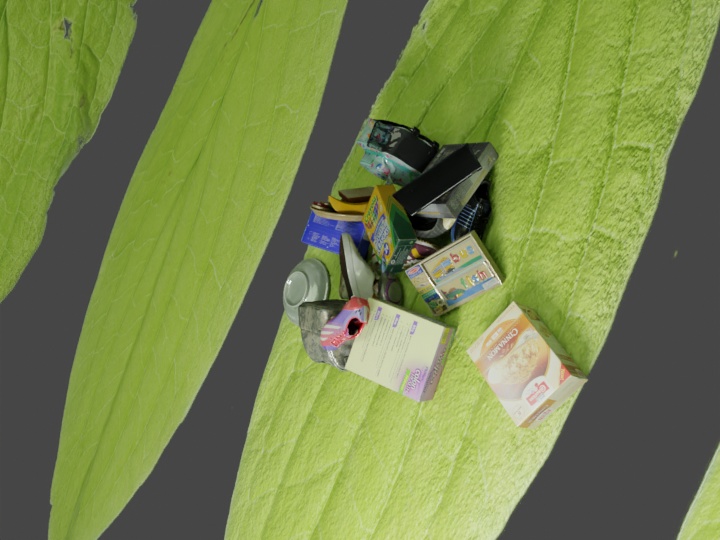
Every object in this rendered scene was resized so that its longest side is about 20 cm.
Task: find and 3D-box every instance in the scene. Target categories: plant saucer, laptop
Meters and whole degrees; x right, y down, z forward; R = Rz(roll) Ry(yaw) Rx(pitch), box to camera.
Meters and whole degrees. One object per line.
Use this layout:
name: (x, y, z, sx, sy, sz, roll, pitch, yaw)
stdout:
plant saucer: (-0.171, 0.058, 1.965, 0.199, 0.050, 0.202, -18, 65, 43)
laptop: (0.155, -0.221, 1.490, 0.187, 0.116, 0.200, -33, 32, 12)

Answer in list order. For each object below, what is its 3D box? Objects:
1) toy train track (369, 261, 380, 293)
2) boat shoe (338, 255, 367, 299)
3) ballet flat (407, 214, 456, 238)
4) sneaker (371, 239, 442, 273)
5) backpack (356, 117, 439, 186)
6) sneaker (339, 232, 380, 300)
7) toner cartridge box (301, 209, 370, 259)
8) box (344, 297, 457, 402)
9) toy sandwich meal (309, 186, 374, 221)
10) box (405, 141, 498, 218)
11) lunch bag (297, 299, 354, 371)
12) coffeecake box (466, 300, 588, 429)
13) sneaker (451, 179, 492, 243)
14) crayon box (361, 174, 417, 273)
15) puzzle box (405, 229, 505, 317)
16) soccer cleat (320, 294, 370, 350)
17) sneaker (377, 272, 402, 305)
toy train track: (0.036, -0.012, 1.746, 0.114, 0.033, 0.201, 37, 93, 10)
boat shoe: (-0.027, -0.023, 1.820, 0.062, 0.073, 0.202, -4, 75, 43)
ballet flat: (0.149, -0.112, 1.604, 0.199, 0.057, 0.067, -8, 53, 52)
sneaker: (0.114, -0.032, 1.666, 0.199, 0.075, 0.091, 10, 86, 42)
backpack: (0.084, -0.300, 1.716, 0.151, 0.177, 0.200, -59, 37, 10)
sneaker: (0.000, 0.000, 1.676, 0.073, 0.084, 0.201, 121, 137, -68)
toner cartridge box: (-0.061, -0.093, 1.786, 0.199, 0.043, 0.096, 19, 86, 39)
box: (0.093, 0.178, 1.563, 0.199, 0.097, 0.177, 20, 93, 27)
toy sandwich meal: (-0.032, -0.179, 1.776, 0.205, 0.204, 0.071, 22, 113, 48)
box: (0.205, -0.210, 1.580, 0.158, 0.048, 0.200, 9, 57, 52)
lunch bag: (-0.072, 0.164, 1.742, 0.200, 0.138, 0.169, 3, 95, 64)
coffeecake box: (0.330, 0.190, 1.371, 0.154, 0.073, 0.200, -51, 47, 22)
sneaker: (0.257, -0.113, 1.548, 0.078, 0.070, 0.202, -16, 65, 51)
crayon box: (0.060, -0.111, 1.616, 0.126, 0.051, 0.201, 114, 144, -49)
puzzle box: (0.210, 0.010, 1.536, 0.200, 0.025, 0.134, -32, 92, 37)
soccer cleat: (-0.038, 0.137, 1.557, 0.200, 0.066, 0.077, -51, 32, 40)
sneaker: (0.053, 0.099, 1.693, 0.099, 0.075, 0.202, -16, 66, 42)
